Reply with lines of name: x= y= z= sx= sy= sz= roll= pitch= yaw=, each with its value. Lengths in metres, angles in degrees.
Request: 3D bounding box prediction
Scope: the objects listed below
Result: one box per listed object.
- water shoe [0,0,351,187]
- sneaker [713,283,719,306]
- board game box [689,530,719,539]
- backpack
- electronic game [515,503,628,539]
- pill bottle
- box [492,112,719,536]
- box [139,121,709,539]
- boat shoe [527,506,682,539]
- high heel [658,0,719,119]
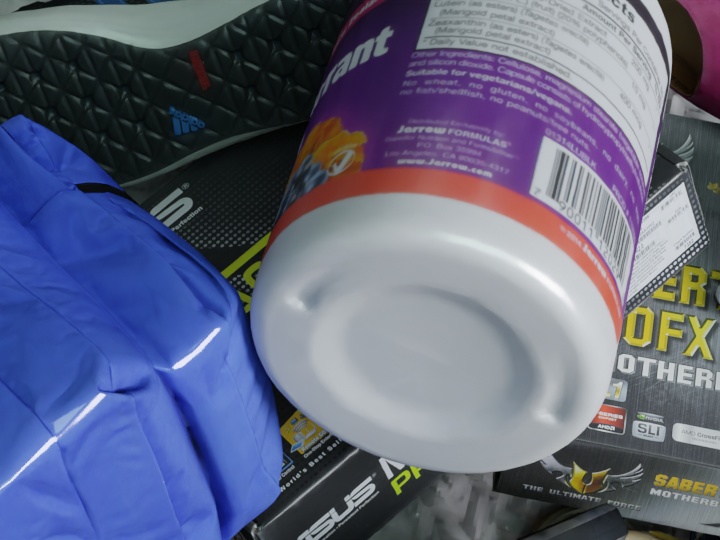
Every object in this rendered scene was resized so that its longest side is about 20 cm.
water shoe: x=-0.069 y=-0.081 z=0.862 sx=0.199 sy=0.079 sz=0.072 roll=-8 pitch=116 yaw=10
sneaker: x=0.179 y=0.030 z=0.779 sx=0.108 sy=0.070 sz=0.201 roll=12 pitch=46 yaw=-5
board game box: x=0.194 y=0.104 z=0.876 sx=0.135 sy=0.035 sz=0.201 roll=22 pitch=54 yaw=-10
backpack: x=-0.135 y=0.039 z=0.726 sx=0.168 sy=0.163 sz=0.200 roll=-38 pitch=54 yaw=-25
electronic game: x=-0.001 y=0.125 z=0.791 sx=0.199 sy=0.200 sz=0.042 roll=-22 pitch=83 yaw=-13
pill bottle: x=0.040 y=-0.045 z=0.738 sx=0.111 sy=0.112 sz=0.201 roll=26 pitch=48 yaw=-10
box: x=0.158 y=0.025 z=0.856 sx=0.199 sy=0.048 sz=0.159 roll=12 pitch=54 yaw=2
box: x=0.000 y=0.000 z=0.829 sx=0.200 sy=0.160 sz=0.044 roll=-39 pitch=138 yaw=-12
boat shoe: x=0.151 y=0.162 z=0.889 sx=0.199 sy=0.069 sz=0.074 roll=32 pitch=80 yaw=-9
high heel: x=0.085 y=-0.095 z=0.874 sx=0.096 sy=0.068 sz=0.200 roll=-37 pitch=66 yaw=-24
